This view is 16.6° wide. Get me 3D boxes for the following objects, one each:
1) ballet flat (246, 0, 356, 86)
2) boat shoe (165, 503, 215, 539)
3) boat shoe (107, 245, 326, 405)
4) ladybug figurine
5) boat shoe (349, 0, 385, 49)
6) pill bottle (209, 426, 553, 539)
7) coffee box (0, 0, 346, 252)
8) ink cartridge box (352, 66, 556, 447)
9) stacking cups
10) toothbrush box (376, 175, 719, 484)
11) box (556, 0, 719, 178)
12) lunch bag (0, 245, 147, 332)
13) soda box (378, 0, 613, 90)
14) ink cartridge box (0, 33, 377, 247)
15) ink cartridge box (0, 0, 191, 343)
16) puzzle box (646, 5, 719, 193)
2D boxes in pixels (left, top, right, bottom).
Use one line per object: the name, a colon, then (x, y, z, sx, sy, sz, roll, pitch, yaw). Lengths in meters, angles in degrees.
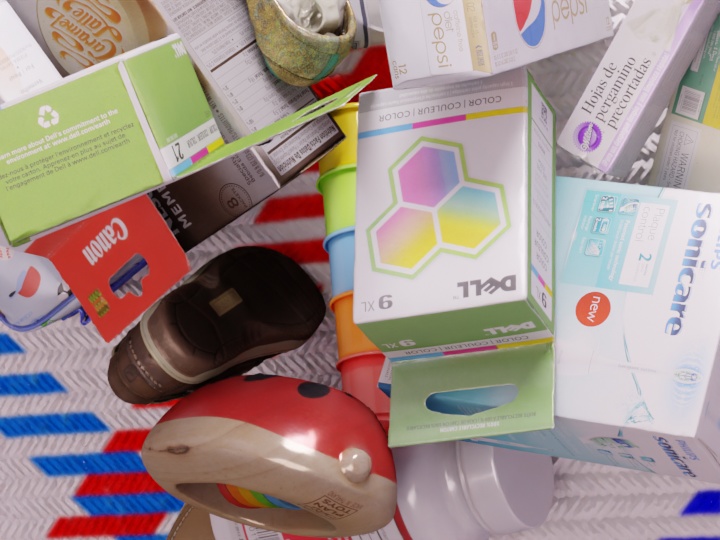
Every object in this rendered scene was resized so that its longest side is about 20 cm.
ballet flat: (-0.052, -0.209, 1.467, 0.070, 0.071, 0.201, -24, 83, 28)
boat shoe: (-0.120, 0.239, 1.663, 0.074, 0.066, 0.201, 22, 110, 20)
boat shoe: (-0.094, 0.037, 1.530, 0.075, 0.202, 0.075, -40, 79, 25)
ladybug figurine: (-0.048, 0.106, 1.444, 0.200, 0.135, 0.072, -5, 62, 55)
boat shoe: (0.005, -0.237, 1.503, 0.065, 0.072, 0.201, -7, 93, -2)
pill bottle: (0.014, 0.135, 1.551, 0.199, 0.112, 0.113, -13, 95, 27)
coffee box: (-0.119, -0.124, 1.499, 0.114, 0.080, 0.201, -30, 97, 41)
ink cartridge box: (0.053, -0.009, 1.392, 0.103, 0.059, 0.201, -8, 64, 21)
stacking cups: (0.000, 0.000, 1.508, 0.060, 0.060, 0.201, -13, 67, 27)
toothbrush box: (0.129, 0.029, 1.426, 0.199, 0.085, 0.147, 9, 71, 27)
box: (0.180, -0.149, 1.417, 0.039, 0.041, 0.201, 33, 102, 21)
lunch bag: (-0.190, -0.056, 1.631, 0.200, 0.076, 0.161, -36, 88, 27)
soda box: (0.080, -0.151, 1.407, 0.063, 0.200, 0.069, -6, 98, 27)
ink cartridge box: (-0.102, -0.093, 1.368, 0.199, 0.148, 0.076, -23, 96, 11)
ink cartridge box: (-0.204, -0.048, 1.533, 0.201, 0.050, 0.162, 56, 148, 2)
puzzle box: (0.238, -0.057, 1.449, 0.132, 0.025, 0.201, 21, 110, 22)
